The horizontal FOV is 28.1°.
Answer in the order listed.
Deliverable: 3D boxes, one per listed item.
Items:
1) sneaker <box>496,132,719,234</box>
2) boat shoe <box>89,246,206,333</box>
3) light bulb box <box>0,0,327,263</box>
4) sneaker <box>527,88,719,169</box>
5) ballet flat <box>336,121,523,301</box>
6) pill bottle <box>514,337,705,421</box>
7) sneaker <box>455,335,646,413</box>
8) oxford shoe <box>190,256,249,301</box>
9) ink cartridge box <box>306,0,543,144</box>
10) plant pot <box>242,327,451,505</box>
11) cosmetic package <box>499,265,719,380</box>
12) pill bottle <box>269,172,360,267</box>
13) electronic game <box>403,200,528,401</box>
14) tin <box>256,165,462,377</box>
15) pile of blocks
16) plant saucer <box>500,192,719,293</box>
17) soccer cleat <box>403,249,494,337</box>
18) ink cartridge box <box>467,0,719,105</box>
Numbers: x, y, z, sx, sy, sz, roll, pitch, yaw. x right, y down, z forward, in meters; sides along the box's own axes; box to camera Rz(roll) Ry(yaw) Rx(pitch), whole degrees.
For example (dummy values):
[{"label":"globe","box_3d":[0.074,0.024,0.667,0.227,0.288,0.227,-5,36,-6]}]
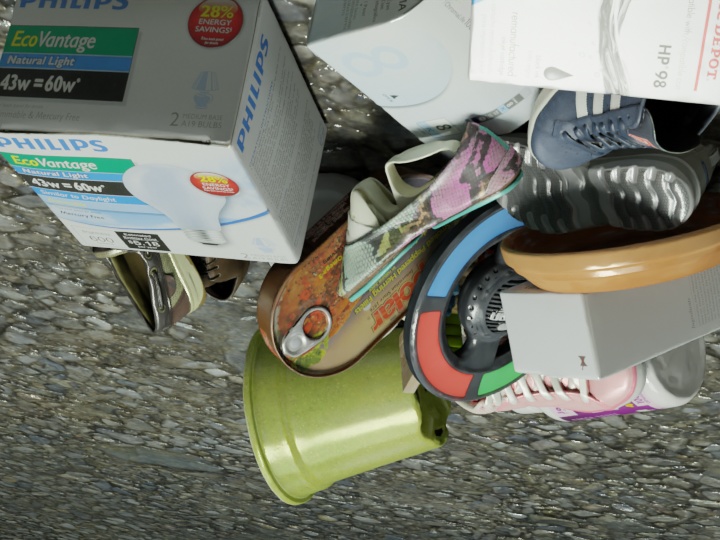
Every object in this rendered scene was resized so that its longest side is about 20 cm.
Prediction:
[{"label":"sneaker","box_3d":[0.181,-0.073,1.097,0.198,0.082,0.076,14,127,41]},{"label":"boat shoe","box_3d":[-0.208,-0.033,1.272,0.073,0.065,0.201,-7,122,49]},{"label":"light bulb box","box_3d":[-0.147,-0.107,1.087,0.195,0.127,0.200,4,158,15]},{"label":"sneaker","box_3d":[0.183,-0.104,0.960,0.074,0.086,0.200,15,147,-27]},{"label":"ballet flat","box_3d":[0.037,-0.051,1.090,0.071,0.069,0.199,47,129,-8]},{"label":"pill bottle","box_3d":[0.229,0.089,1.415,0.112,0.114,0.199,26,152,-35]},{"label":"sneaker","box_3d":[0.160,0.100,1.335,0.198,0.077,0.104,3,-168,43]},{"label":"oxford shoe","box_3d":[-0.141,-0.029,1.329,0.072,0.086,0.200,5,156,16]},{"label":"ink cartridge box","box_3d":[0.087,-0.151,0.984,0.198,0.048,0.160,-6,153,37]},{"label":"plant pot","box_3d":[-0.005,0.142,1.575,0.182,0.203,0.200,-12,151,21]},{"label":"cosmetic package","box_3d":[0.222,0.024,1.164,0.198,0.072,0.101,-19,-169,-34]},{"label":"pill bottle","box_3d":[-0.016,0.002,1.313,0.109,0.112,0.200,4,158,13]},{"label":"electronic game","box_3d":[0.118,0.023,1.230,0.042,0.201,0.200,38,-178,43]},{"label":"tin","box_3d":[0.000,0.000,1.183,0.112,0.200,0.042,55,166,-31]},{"label":"pile of blocks","box_3d":[0.084,0.026,1.289,0.061,0.083,0.202,3,126,-12]},{"label":"plant saucer","box_3d":[0.208,-0.021,1.110,0.197,0.038,0.200,-10,-170,2]},{"label":"soccer cleat","box_3d":[0.093,0.032,1.381,0.069,0.079,0.199,24,154,-31]},{"label":"ink cartridge box","box_3d":[0.165,-0.166,0.832,0.197,0.067,0.117,7,130,9]}]
